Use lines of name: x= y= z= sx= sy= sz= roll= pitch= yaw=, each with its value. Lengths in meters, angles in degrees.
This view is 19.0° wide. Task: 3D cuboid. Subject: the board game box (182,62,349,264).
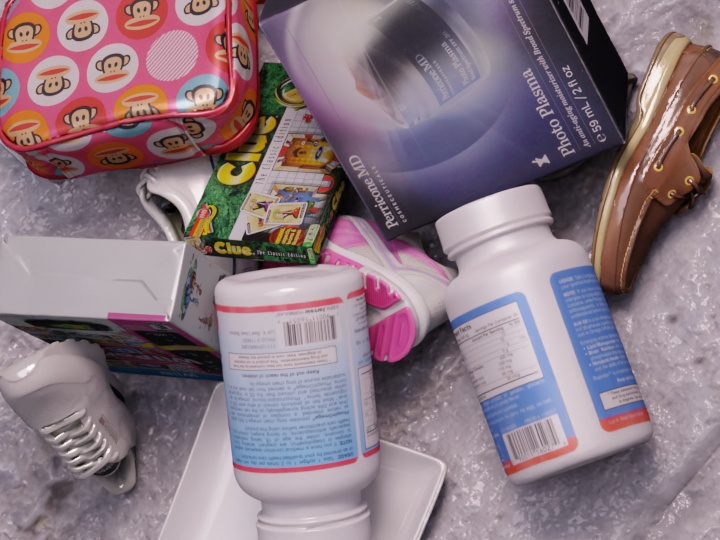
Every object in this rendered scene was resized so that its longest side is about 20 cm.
board game box: x=-0.055 y=-0.085 z=1.643 sx=0.105 sy=0.023 sz=0.200 roll=2 pitch=47 yaw=20

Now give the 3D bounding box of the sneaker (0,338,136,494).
sneaker: x=-0.211 y=0.110 z=1.608 sx=0.076 sy=0.200 sz=0.081 roll=-20 pitch=69 yaw=8

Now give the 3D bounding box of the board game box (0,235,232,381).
board game box: x=-0.164 y=0.030 z=1.609 sx=0.147 sy=0.200 sz=0.064 roll=3 pitch=77 yaw=20

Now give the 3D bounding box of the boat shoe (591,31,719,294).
boat shoe: x=0.223 y=-0.074 z=1.575 sx=0.068 sy=0.072 sz=0.200 roll=19 pitch=87 yaw=18

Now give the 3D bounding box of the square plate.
square plate: x=-0.054 y=0.207 z=1.625 sx=0.200 sy=0.028 sz=0.198 roll=19 pitch=84 yaw=21

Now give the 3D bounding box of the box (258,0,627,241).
box: x=0.064 y=-0.157 z=1.551 sx=0.198 sy=0.123 sz=0.200 roll=-22 pitch=115 yaw=20

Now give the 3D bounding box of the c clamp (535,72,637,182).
c clamp: x=0.140 y=-0.174 z=1.650 sx=0.171 sy=0.027 sz=0.200 roll=-34 pitch=69 yaw=8

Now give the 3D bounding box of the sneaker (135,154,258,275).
sneaker: x=-0.141 y=-0.079 z=1.685 sx=0.071 sy=0.073 sz=0.200 roll=-11 pitch=70 yaw=-25

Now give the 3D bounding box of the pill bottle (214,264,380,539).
pill bottle: x=-0.043 y=0.100 z=1.553 sx=0.109 sy=0.109 sz=0.200 roll=-3 pitch=97 yaw=18

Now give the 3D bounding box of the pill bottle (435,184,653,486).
pill bottle: x=0.126 y=0.045 z=1.543 sx=0.112 sy=0.112 sz=0.200 roll=-21 pitch=82 yaw=13

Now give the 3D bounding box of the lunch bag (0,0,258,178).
lunch bag: x=-0.180 y=-0.169 z=1.648 sx=0.200 sy=0.082 sz=0.176 roll=-8 pitch=67 yaw=14

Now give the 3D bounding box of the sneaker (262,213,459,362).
sneaker: x=0.000 y=0.000 z=1.634 sx=0.200 sy=0.088 sz=0.081 roll=36 pitch=130 yaw=38

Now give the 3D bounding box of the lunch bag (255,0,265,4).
lunch bag: x=-0.070 y=-0.296 z=1.683 sx=0.200 sy=0.082 sz=0.176 roll=14 pitch=104 yaw=38

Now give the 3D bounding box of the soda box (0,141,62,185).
soda box: x=-0.215 y=-0.170 z=1.747 sx=0.068 sy=0.064 sz=0.200 roll=41 pitch=93 yaw=20
